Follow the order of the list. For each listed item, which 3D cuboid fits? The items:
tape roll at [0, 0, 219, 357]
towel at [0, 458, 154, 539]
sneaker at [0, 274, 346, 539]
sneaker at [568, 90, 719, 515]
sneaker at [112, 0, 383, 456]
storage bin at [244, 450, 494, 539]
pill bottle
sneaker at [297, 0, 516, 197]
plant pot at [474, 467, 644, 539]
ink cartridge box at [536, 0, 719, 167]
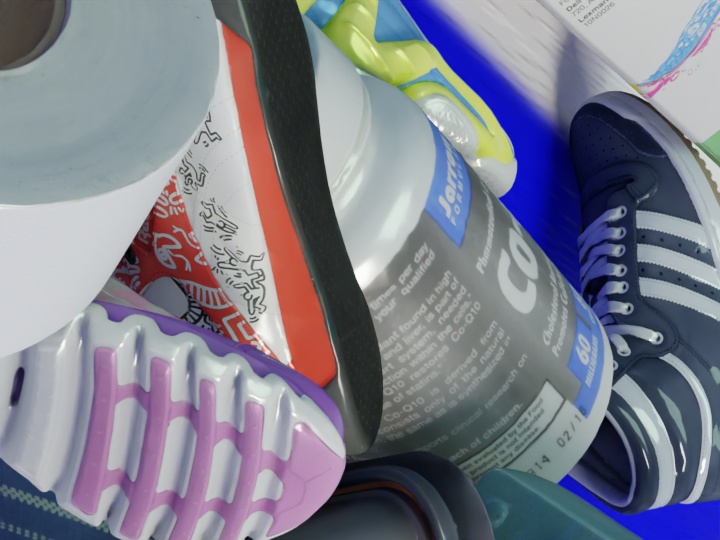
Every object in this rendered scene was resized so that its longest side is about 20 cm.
[{"bbox_3d":[-0.143,-0.069,0.742,0.202,0.071,0.203,21,40,-19],"label":"tape roll"},{"bbox_3d":[-0.119,0.091,0.874,0.145,0.024,0.201,26,59,-48],"label":"towel"},{"bbox_3d":[-0.097,0.018,0.809,0.089,0.200,0.081,-78,-173,-54],"label":"sneaker"},{"bbox_3d":[0.114,0.015,1.181,0.108,0.070,0.200,-15,69,-25],"label":"sneaker"},{"bbox_3d":[-0.065,-0.022,0.851,0.067,0.108,0.202,-73,154,-56],"label":"sneaker"},{"bbox_3d":[-0.025,0.169,0.851,0.134,0.145,0.201,-8,85,-44],"label":"storage bin"},{"bbox_3d":[0.000,0.000,0.982,0.200,0.114,0.114,47,46,-39],"label":"pill bottle"},{"bbox_3d":[-0.002,-0.102,1.040,0.200,0.076,0.105,34,54,-46],"label":"sneaker"},{"bbox_3d":[0.089,0.167,0.978,0.141,0.141,0.200,-52,141,-8],"label":"plant pot"},{"bbox_3d":[0.124,-0.150,1.177,0.200,0.084,0.145,35,22,-46],"label":"ink cartridge box"}]
